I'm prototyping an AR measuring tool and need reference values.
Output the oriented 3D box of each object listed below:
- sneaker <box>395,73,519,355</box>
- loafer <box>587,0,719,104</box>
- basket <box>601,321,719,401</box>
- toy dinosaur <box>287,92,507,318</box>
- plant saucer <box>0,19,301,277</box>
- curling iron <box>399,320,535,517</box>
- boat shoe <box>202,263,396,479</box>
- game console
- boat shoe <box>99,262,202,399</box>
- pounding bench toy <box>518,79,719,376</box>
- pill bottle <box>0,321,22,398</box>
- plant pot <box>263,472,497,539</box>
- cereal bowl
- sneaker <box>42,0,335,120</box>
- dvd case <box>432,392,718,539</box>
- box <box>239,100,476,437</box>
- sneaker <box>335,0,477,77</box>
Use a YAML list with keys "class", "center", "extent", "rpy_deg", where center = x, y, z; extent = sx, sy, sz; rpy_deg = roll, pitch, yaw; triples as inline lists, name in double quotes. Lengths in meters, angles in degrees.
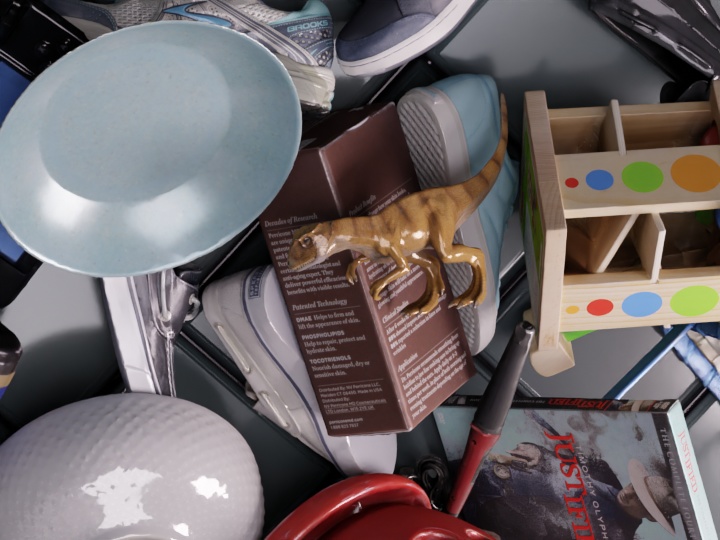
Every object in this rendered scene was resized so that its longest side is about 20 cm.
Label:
- class: "sneaker"
  center: [0.081, -0.039, 1.718]
  extent: [0.082, 0.074, 0.201]
  rpy_deg: [-25, 124, -30]
- class: "loafer"
  center: [0.233, -0.132, 1.724]
  extent: [0.201, 0.068, 0.070]
  rpy_deg: [46, 78, -13]
- class: "basket"
  center: [0.273, 0.091, 1.762]
  extent: [0.176, 0.139, 0.200]
  rpy_deg: [43, 84, -20]
- class: "toy dinosaur"
  center: [0.049, -0.030, 1.612]
  extent: [0.200, 0.060, 0.107]
  rpy_deg: [-26, 105, -31]
- class: "plant saucer"
  center: [-0.137, -0.083, 1.572]
  extent: [0.200, 0.039, 0.201]
  rpy_deg: [-14, 135, -14]
- class: "curling iron"
  center: [0.076, 0.107, 1.729]
  extent: [0.049, 0.026, 0.200]
  rpy_deg: [23, 132, -6]
- class: "boat shoe"
  center: [-0.043, 0.075, 1.724]
  extent: [0.070, 0.071, 0.200]
  rpy_deg: [-8, 135, 32]
- class: "game console"
  center: [-0.252, -0.068, 1.573]
  extent: [0.176, 0.116, 0.200]
  rpy_deg: [36, 115, -11]
- class: "boat shoe"
  center: [-0.137, 0.014, 1.684]
  extent: [0.068, 0.072, 0.201]
  rpy_deg: [-12, 101, -8]
- class: "pounding bench toy"
  center: [0.190, -0.014, 1.705]
  extent: [0.155, 0.125, 0.200]
  rpy_deg: [-3, 140, -2]
- class: "pill bottle"
  center: [-0.311, 0.111, 1.643]
  extent: [0.112, 0.112, 0.200]
  rpy_deg: [27, 98, -19]
- class: "plant pot"
  center: [0.024, 0.246, 1.698]
  extent: [0.200, 0.182, 0.201]
  rpy_deg: [-31, 146, -24]
- class: "cereal bowl"
  center: [-0.158, 0.181, 1.679]
  extent: [0.199, 0.083, 0.201]
  rpy_deg: [-8, 131, -9]
- class: "sneaker"
  center: [-0.112, -0.156, 1.648]
  extent: [0.199, 0.078, 0.087]
  rpy_deg: [12, 76, -10]
- class: "dvd case"
  center: [0.149, 0.154, 1.736]
  extent: [0.022, 0.200, 0.146]
  rpy_deg: [-37, 117, -45]
- class: "box"
  center: [0.000, 0.000, 1.676]
  extent: [0.075, 0.100, 0.201]
  rpy_deg: [-6, 107, 34]
- class: "sneaker"
  center: [0.034, -0.234, 1.638]
  extent: [0.202, 0.077, 0.146]
  rpy_deg: [-43, 122, -10]
